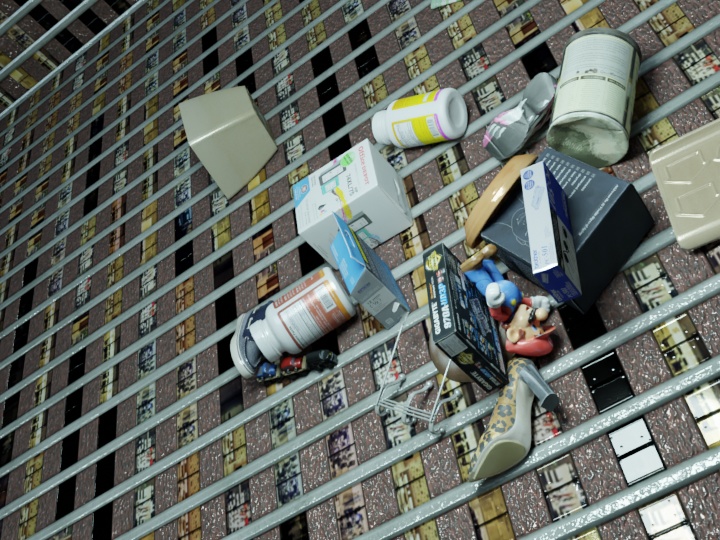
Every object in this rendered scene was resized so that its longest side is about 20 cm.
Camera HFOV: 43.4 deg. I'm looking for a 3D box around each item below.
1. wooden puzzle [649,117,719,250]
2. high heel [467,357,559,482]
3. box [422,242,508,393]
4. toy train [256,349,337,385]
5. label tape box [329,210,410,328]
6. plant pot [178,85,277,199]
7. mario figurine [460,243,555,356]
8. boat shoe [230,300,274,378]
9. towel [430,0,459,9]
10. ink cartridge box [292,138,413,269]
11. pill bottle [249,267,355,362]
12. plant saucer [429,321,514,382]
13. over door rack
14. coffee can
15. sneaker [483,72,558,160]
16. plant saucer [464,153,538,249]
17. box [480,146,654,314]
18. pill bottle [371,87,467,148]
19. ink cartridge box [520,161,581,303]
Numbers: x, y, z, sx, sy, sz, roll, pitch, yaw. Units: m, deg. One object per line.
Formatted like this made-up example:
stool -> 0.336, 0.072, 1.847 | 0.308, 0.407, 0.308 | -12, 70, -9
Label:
wooden puzzle -> 0.576, -0.143, 1.447 | 0.183, 0.046, 0.203 | -26, 50, 25
high heel -> 0.225, 0.238, 1.455 | 0.201, 0.071, 0.143 | -49, 25, 8
box -> 0.169, 0.075, 1.475 | 0.046, 0.159, 0.202 | -30, 39, 23
toy train -> -0.134, 0.192, 1.802 | 0.197, 0.046, 0.035 | -18, 48, 30
label tape box -> 0.000, 0.000, 1.715 | 0.066, 0.200, 0.144 | -38, 41, 12
plant pot -> -0.323, -0.343, 2.281 | 0.175, 0.201, 0.202 | -28, 43, 5
mario figurine -> 0.258, 0.047, 1.484 | 0.123, 0.202, 0.106 | -34, -4, -19
boat shoe -> -0.210, 0.135, 1.871 | 0.092, 0.075, 0.201 | -31, 29, 14
towel -> 0.266, -0.713, 2.169 | 0.197, 0.023, 0.155 | -6, 57, 38
ink cartridge box -> -0.017, -0.136, 1.876 | 0.198, 0.146, 0.148 | -30, 44, 19
pill bottle -> -0.116, 0.092, 1.792 | 0.198, 0.113, 0.113 | -33, 42, 2
plant saucer -> 0.198, 0.097, 1.595 | 0.198, 0.037, 0.203 | -23, 48, 27
over door rack -> 0.109, 0.170, 1.578 | 0.146, 0.066, 0.204 | 9, 87, 45
coffee can -> 0.421, -0.310, 1.628 | 0.144, 0.146, 0.203 | -6, 55, 37
sneaker -> 0.328, -0.290, 1.757 | 0.200, 0.086, 0.081 | -44, 66, 32
plant saucer -> 0.246, -0.129, 1.618 | 0.037, 0.200, 0.201 | 37, 86, 11
box -> 0.346, -0.071, 1.527 | 0.201, 0.124, 0.196 | -51, 40, -2
pill bottle -> 0.123, -0.320, 1.929 | 0.197, 0.104, 0.106 | -5, 56, 38
ink cartridge box -> 0.294, -0.061, 1.404 | 0.044, 0.094, 0.203 | -21, 49, 27
